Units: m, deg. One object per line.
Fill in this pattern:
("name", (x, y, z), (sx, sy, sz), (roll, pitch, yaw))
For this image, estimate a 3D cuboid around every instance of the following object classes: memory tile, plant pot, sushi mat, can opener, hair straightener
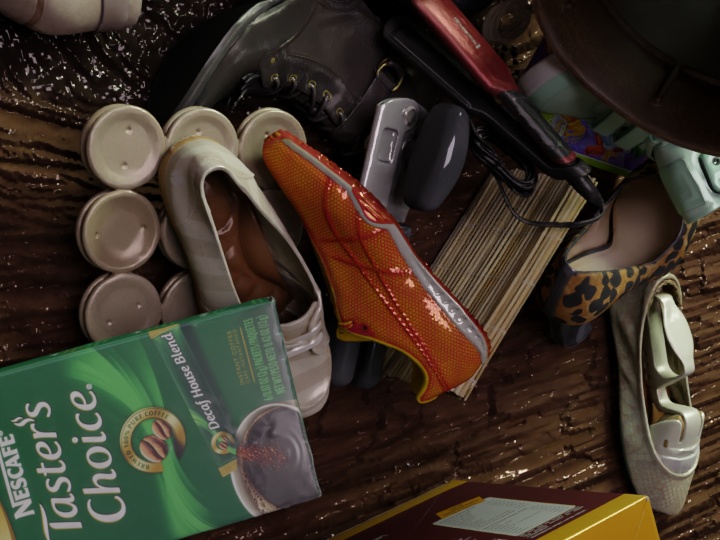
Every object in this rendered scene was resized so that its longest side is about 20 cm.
("memory tile", (-0.104, -0.002, 0.807), (0.152, 0.017, 0.202), (-4, 103, -33))
("plant pot", (0.241, -0.209, 0.806), (0.200, 0.200, 0.199), (43, 70, -21))
("sushi mat", (0.085, 0.002, 0.911), (0.201, 0.095, 0.012), (-56, 129, -24))
("can opener", (0.016, -0.018, 0.862), (0.052, 0.066, 0.202), (10, 99, -43))
("hair straightener", (0.089, -0.101, 0.886), (0.200, 0.077, 0.041), (44, 43, -8))

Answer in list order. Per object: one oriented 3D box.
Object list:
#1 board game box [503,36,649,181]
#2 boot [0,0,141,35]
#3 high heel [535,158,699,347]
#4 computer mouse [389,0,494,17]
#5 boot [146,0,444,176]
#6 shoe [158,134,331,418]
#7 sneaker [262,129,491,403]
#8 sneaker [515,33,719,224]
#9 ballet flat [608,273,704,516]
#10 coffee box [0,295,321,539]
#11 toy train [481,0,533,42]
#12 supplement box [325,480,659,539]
("board game box", (0.211, -0.173, 0.971), (0.133, 0.045, 0.201), (13, 117, -31))
("boot", (-0.194, -0.241, 0.781), (0.145, 0.070, 0.202), (8, 81, -38))
("high heel", (0.200, -0.037, 0.940), (0.071, 0.143, 0.201), (35, 83, 18))
("computer mouse", (0.016, -0.221, 0.890), (0.199, 0.138, 0.053), (26, 93, -41))
("boot", (-0.030, -0.116, 0.870), (0.200, 0.069, 0.174), (-51, 120, -18))
("shoe", (-0.065, 0.013, 0.793), (0.070, 0.053, 0.201), (-35, 117, -22))
("sneaker", (0.000, 0.000, 0.805), (0.077, 0.073, 0.200), (-38, 99, 3))
("sneaker", (0.207, -0.095, 0.911), (0.199, 0.074, 0.119), (0, 70, -25))
("ballet flat", (0.236, 0.097, 1.016), (0.067, 0.062, 0.202), (-12, 92, -33))
("coffee box", (-0.132, 0.099, 0.745), (0.198, 0.044, 0.124), (-14, 94, -7))
("toy train", (0.095, -0.241, 0.842), (0.056, 0.150, 0.200), (60, 7, 30))
("supplement box", (0.059, 0.231, 0.805), (0.196, 0.199, 0.134), (-18, 95, -33))
